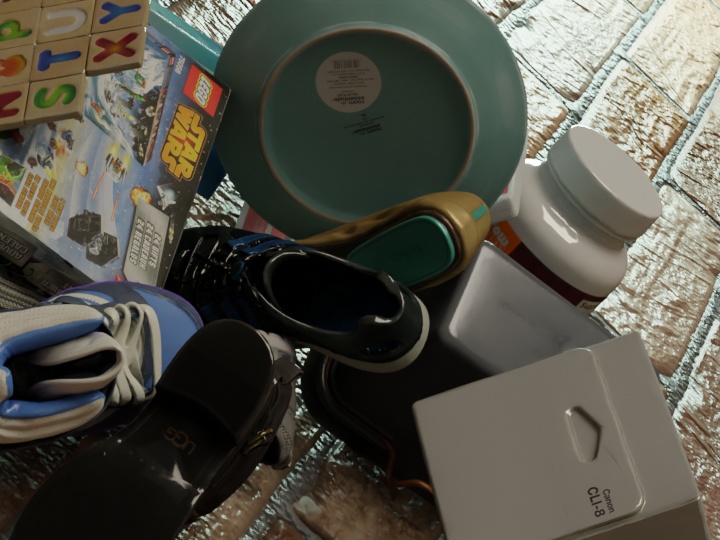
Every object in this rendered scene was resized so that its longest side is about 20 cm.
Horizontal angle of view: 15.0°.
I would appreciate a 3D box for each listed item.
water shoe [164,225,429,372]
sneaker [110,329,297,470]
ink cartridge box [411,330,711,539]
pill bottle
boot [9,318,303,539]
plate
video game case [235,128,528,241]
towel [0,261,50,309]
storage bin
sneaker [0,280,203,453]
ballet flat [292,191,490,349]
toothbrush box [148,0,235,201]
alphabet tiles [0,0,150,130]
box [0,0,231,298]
[{"bbox_3d":[-0.054,0.004,1.629,0.199,0.072,0.079,11,-21,20],"label":"water shoe"},{"bbox_3d":[-0.106,0.073,1.544,0.199,0.075,0.083,5,64,-41],"label":"sneaker"},{"bbox_3d":[0.128,0.166,1.569,0.146,0.144,0.201,-105,178,-50],"label":"ink cartridge box"},{"bbox_3d":[0.107,-0.001,1.851,0.113,0.200,0.113,35,24,-19],"label":"pill bottle"},{"bbox_3d":[-0.100,0.114,1.446,0.069,0.200,0.174,42,-9,10],"label":"boot"},{"bbox_3d":[0.004,-0.092,1.686,0.200,0.200,0.026,37,24,-15],"label":"plate"},{"bbox_3d":[0.012,-0.047,1.807,0.143,0.199,0.018,-76,150,-64],"label":"video game case"},{"bbox_3d":[-0.210,-0.038,1.612,0.192,0.035,0.201,27,28,-34],"label":"towel"},{"bbox_3d":[0.082,0.077,1.719,0.199,0.134,0.146,36,57,-17],"label":"storage bin"},{"bbox_3d":[-0.136,0.050,1.399,0.199,0.146,0.081,-6,94,-35],"label":"sneaker"},{"bbox_3d":[0.000,0.000,1.691,0.063,0.199,0.069,-38,106,-52],"label":"ballet flat"},{"bbox_3d":[-0.168,-0.146,1.746,0.199,0.086,0.146,34,4,-24],"label":"toothbrush box"},{"bbox_3d":[-0.218,-0.135,1.582,0.167,0.198,0.006,-88,165,-45],"label":"alphabet tiles"},{"bbox_3d":[-0.159,-0.071,1.599,0.137,0.040,0.201,38,44,-22],"label":"box"}]
